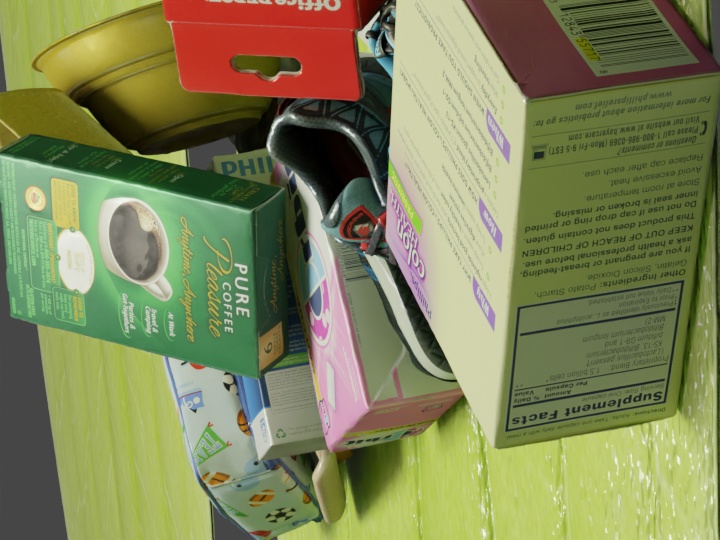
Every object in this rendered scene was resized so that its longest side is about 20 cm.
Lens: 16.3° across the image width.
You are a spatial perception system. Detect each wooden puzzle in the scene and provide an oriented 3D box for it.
[{"bbox_3d":[-0.044,0.070,1.799,0.185,0.037,0.201,83,168,-74],"label":"wooden puzzle"}]

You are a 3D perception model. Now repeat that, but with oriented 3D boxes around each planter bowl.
[{"bbox_3d":[-0.123,-0.131,1.750,0.200,0.200,0.084,152,102,-75],"label":"planter bowl"}]

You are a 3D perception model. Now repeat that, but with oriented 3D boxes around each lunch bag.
[{"bbox_3d":[-0.091,0.107,1.908,0.200,0.075,0.161,64,-171,-59],"label":"lunch bag"}]

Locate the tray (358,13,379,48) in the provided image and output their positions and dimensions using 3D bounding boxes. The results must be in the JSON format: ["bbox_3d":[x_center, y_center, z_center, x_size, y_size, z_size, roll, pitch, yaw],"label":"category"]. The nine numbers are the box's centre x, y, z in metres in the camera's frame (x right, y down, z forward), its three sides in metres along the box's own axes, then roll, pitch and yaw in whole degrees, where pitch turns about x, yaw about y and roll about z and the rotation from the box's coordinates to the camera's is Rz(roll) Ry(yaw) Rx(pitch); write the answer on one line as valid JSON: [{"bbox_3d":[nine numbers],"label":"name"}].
[{"bbox_3d":[-0.022,-0.189,1.427,0.200,0.022,0.107,47,163,-14],"label":"tray"}]

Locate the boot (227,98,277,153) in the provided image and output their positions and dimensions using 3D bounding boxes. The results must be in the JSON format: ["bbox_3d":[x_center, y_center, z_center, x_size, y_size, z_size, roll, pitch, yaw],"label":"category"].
[{"bbox_3d":[-0.118,-0.128,1.878,0.200,0.097,0.075,-113,28,-60],"label":"boot"}]

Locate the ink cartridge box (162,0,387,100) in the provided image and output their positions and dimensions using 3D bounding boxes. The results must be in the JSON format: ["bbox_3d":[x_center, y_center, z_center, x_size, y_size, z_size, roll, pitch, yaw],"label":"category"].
[{"bbox_3d":[-0.049,-0.197,1.348,0.067,0.116,0.201,-55,-35,-55],"label":"ink cartridge box"}]

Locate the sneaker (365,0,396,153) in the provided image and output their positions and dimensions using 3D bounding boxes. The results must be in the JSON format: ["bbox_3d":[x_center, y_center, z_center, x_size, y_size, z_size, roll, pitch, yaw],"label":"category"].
[{"bbox_3d":[0.044,-0.147,1.324,0.073,0.082,0.201,150,111,-76],"label":"sneaker"}]

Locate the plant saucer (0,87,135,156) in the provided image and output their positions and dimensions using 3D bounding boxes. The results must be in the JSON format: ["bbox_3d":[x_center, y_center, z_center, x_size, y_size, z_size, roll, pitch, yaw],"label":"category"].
[{"bbox_3d":[-0.172,-0.052,1.754,0.200,0.048,0.200,42,172,2],"label":"plant saucer"}]

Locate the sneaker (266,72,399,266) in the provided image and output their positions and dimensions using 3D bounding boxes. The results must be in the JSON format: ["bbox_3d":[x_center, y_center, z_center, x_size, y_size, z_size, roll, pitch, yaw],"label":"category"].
[{"bbox_3d":[0.021,-0.021,1.359,0.200,0.095,0.079,47,127,25],"label":"sneaker"}]

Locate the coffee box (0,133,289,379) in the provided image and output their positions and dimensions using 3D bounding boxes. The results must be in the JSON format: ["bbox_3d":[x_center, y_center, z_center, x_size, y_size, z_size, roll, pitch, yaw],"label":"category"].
[{"bbox_3d":[-0.139,-0.010,1.612,0.199,0.044,0.123,12,117,27],"label":"coffee box"}]

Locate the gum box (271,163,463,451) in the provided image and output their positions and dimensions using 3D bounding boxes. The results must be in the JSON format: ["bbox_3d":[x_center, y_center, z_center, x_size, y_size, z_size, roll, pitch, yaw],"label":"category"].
[{"bbox_3d":[0.000,0.000,1.576,0.114,0.066,0.201,128,131,-69],"label":"gum box"}]

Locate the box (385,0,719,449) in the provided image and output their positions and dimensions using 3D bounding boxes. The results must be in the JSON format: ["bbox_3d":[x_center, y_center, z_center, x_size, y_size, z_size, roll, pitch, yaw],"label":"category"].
[{"bbox_3d":[0.085,-0.051,1.194,0.176,0.096,0.201,-117,24,-50],"label":"box"}]

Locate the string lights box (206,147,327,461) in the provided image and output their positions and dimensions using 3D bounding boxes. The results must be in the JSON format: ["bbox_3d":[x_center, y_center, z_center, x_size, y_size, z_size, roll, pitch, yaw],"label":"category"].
[{"bbox_3d":[-0.035,0.017,1.681,0.059,0.102,0.201,125,135,-72],"label":"string lights box"}]

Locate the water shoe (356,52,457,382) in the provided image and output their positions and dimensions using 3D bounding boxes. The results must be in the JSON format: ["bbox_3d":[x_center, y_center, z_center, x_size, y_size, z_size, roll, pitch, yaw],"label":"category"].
[{"bbox_3d":[0.018,-0.027,1.473,0.079,0.071,0.201,145,107,-75],"label":"water shoe"}]
